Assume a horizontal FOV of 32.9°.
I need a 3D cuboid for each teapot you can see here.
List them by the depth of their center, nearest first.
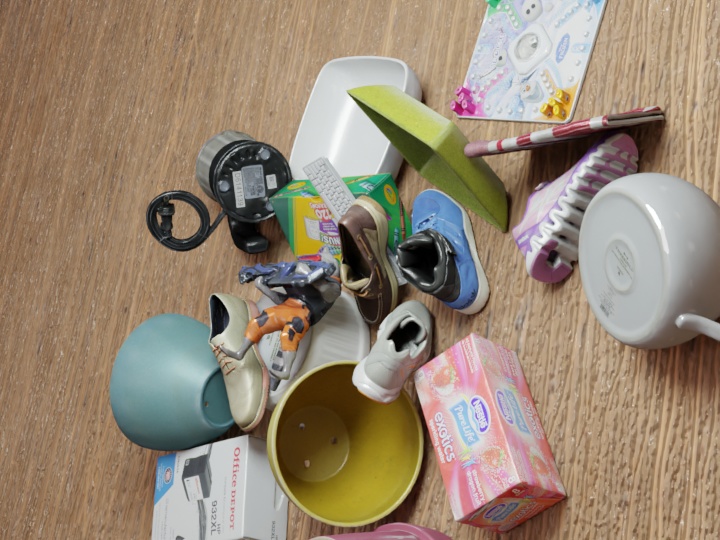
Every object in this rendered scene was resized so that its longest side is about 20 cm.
[{"bbox_3d":[0.336,-0.012,1.290,0.197,0.145,0.202,166,97,-69],"label":"teapot"}]

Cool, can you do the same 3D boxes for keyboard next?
[{"bbox_3d":[-0.007,-0.061,1.610,0.011,0.201,0.056,-41,11,-38],"label":"keyboard"}]

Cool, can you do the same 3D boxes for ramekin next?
[{"bbox_3d":[-0.089,0.110,1.692,0.201,0.094,0.204,-21,59,38],"label":"ramekin"}]

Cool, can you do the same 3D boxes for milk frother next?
[{"bbox_3d":[-0.222,-0.120,1.819,0.188,0.198,0.182,-147,67,-71],"label":"milk frother"}]

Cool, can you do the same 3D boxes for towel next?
[{"bbox_3d":[0.241,-0.166,1.449,0.199,0.143,0.023,-9,93,42],"label":"towel"}]

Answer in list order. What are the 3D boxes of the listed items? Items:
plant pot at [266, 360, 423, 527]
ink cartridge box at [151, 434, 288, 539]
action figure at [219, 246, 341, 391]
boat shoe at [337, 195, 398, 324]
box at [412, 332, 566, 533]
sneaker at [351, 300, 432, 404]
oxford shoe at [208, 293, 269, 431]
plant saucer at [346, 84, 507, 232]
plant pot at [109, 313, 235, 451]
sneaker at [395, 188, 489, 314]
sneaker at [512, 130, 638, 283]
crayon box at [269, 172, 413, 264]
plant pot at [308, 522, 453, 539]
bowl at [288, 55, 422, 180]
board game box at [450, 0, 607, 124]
[{"bbox_3d":[-0.039,0.221,1.547,0.142,0.199,0.202,158,125,-67],"label":"plant pot"},{"bbox_3d":[-0.199,0.324,1.717,0.199,0.083,0.146,-19,60,39],"label":"ink cartridge box"},{"bbox_3d":[-0.098,0.051,1.606,0.194,0.105,0.199,-52,29,-19],"label":"action figure"},{"bbox_3d":[0.000,0.000,1.588,0.072,0.201,0.072,27,50,30],"label":"boat shoe"},{"bbox_3d":[0.148,0.189,1.419,0.102,0.094,0.201,-36,51,28],"label":"box"},{"bbox_3d":[0.061,0.083,1.507,0.092,0.075,0.200,-56,1,32],"label":"sneaker"},{"bbox_3d":[-0.175,0.122,1.649,0.071,0.074,0.201,-35,51,30],"label":"oxford shoe"},{"bbox_3d":[0.097,-0.156,1.554,0.048,0.200,0.200,-48,44,-2],"label":"plant saucer"},{"bbox_3d":[-0.240,0.170,1.747,0.134,0.200,0.202,9,79,41],"label":"plant pot"},{"bbox_3d":[0.090,-0.040,1.565,0.077,0.111,0.201,-38,49,27],"label":"sneaker"},{"bbox_3d":[0.248,-0.087,1.456,0.201,0.080,0.089,-56,36,13],"label":"sneaker"},{"bbox_3d":[-0.023,-0.065,1.680,0.199,0.119,0.058,0,32,45],"label":"crayon box"},{"bbox_3d":[0.010,0.386,1.412,0.199,0.178,0.202,-19,60,37],"label":"plant pot"},{"bbox_3d":[0.003,-0.202,1.750,0.199,0.074,0.201,11,81,48],"label":"bowl"},{"bbox_3d":[0.220,-0.296,1.608,0.199,0.026,0.202,11,81,47],"label":"board game box"}]
